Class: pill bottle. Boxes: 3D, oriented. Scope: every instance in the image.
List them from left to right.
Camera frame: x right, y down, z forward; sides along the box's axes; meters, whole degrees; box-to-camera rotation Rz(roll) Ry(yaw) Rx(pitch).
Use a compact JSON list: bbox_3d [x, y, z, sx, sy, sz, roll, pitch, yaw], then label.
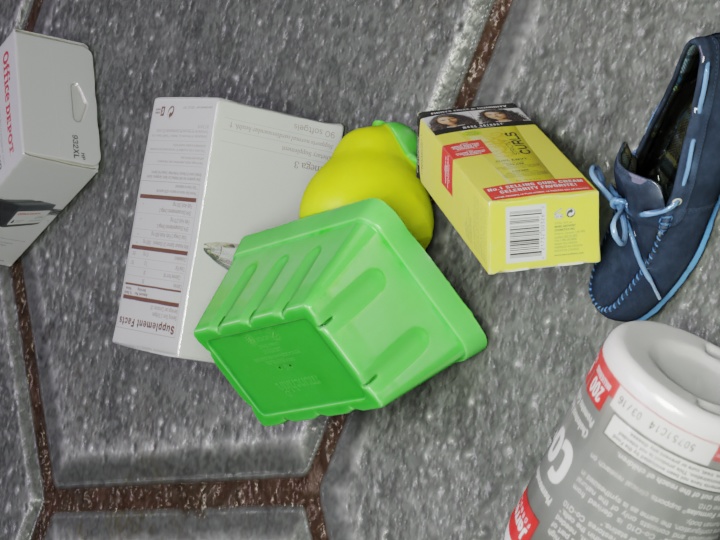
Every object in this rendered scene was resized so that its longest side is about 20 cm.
[{"bbox_3d":[0.153,0.140,1.311,0.200,0.114,0.114,-64,35,23],"label":"pill bottle"}]

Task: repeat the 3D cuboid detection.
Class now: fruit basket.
[{"bbox_3d":[0.000,0.000,1.607,0.215,0.156,0.216,-34,15,10],"label":"fruit basket"}]

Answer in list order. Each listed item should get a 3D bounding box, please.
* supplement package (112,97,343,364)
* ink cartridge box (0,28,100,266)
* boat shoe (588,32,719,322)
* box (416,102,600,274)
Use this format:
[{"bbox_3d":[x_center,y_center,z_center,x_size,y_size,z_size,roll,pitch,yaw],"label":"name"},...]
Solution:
[{"bbox_3d":[-0.103,-0.027,1.761,0.117,0.117,0.200,7,88,58],"label":"supplement package"},{"bbox_3d":[-0.337,-0.117,2.185,0.200,0.084,0.145,-41,48,45],"label":"ink cartridge box"},{"bbox_3d":[0.179,-0.061,1.368,0.084,0.069,0.200,49,124,51],"label":"boat shoe"},{"bbox_3d":[0.091,-0.055,1.446,0.200,0.075,0.050,-117,23,-67],"label":"box"}]
